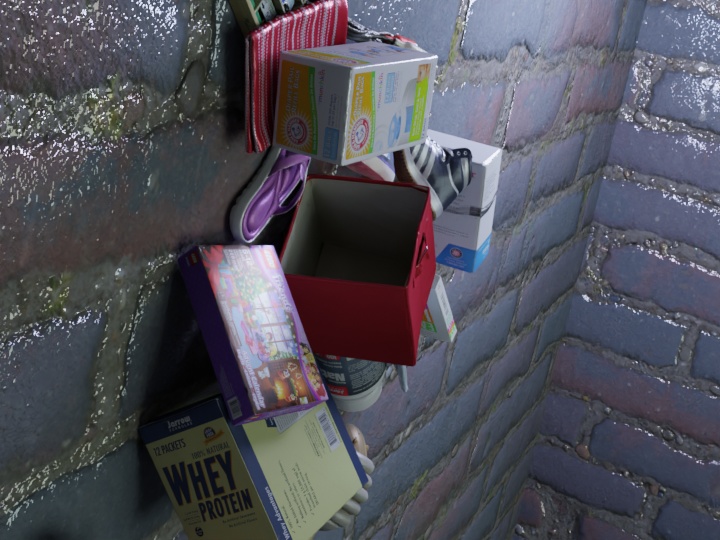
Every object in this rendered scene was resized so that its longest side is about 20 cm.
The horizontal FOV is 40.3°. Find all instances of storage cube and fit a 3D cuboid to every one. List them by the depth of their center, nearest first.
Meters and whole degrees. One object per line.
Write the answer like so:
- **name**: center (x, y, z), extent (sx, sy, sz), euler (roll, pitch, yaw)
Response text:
- **storage cube**: center (0.000, 0.000, 1.316), extent (0.181, 0.196, 0.173), euler (79, 21, -52)

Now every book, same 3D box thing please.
- **book**: center (0.088, 0.046, 1.645), extent (0.049, 0.132, 0.201), euler (-61, 155, -21)

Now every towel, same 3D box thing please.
- **towel**: center (-0.072, -0.234, 1.150), extent (0.200, 0.022, 0.147), euler (-42, 142, -49)

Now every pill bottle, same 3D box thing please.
- **pill bottle**: center (-0.021, 0.121, 1.470), extent (0.120, 0.118, 0.202), euler (-56, 152, -32)

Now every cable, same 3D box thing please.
- **cable**: center (0.024, -0.311, 1.293), extent (0.050, 0.098, 0.199), euler (-40, 138, 22)

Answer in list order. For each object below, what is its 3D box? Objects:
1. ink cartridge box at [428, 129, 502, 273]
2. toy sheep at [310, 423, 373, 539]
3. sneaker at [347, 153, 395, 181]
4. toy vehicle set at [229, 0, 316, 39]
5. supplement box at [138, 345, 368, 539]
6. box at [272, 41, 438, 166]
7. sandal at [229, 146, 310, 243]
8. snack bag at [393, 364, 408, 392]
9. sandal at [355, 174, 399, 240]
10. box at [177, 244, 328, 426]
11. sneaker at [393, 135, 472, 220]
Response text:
- **ink cartridge box**: center (0.149, -0.118, 1.651), extent (0.084, 0.143, 0.203), euler (-42, 143, -50)
- **toy sheep**: center (-0.050, 0.338, 1.548), extent (0.203, 0.136, 0.138), euler (-66, 156, -13)
- **sneaker**: center (0.021, -0.216, 1.367), extent (0.148, 0.080, 0.200), euler (-65, 151, -5)
- **toy vehicle set**: center (-0.094, -0.311, 1.107), extent (0.125, 0.026, 0.201), euler (-62, 155, -23)
- **supplement box**: center (-0.123, 0.224, 1.183), extent (0.199, 0.133, 0.203), euler (-28, 95, -58)
- **box**: center (-0.004, -0.201, 1.158), extent (0.199, 0.100, 0.114), euler (-23, 126, -54)
- **sandal**: center (-0.093, -0.110, 1.225), extent (0.204, 0.049, 0.083), euler (-60, 155, -27)
- **snack bag**: center (0.030, 0.070, 1.496), extent (0.021, 0.202, 0.190), euler (-18, 148, -6)
- **sandal**: center (0.020, -0.117, 1.488), extent (0.070, 0.077, 0.212), euler (65, 31, -15)
- **box**: center (-0.122, 0.068, 1.126), extent (0.136, 0.039, 0.203), euler (-2, 67, -56)
- **sneaker**: center (0.097, -0.186, 1.476), extent (0.108, 0.070, 0.202), euler (-38, 115, -18)
